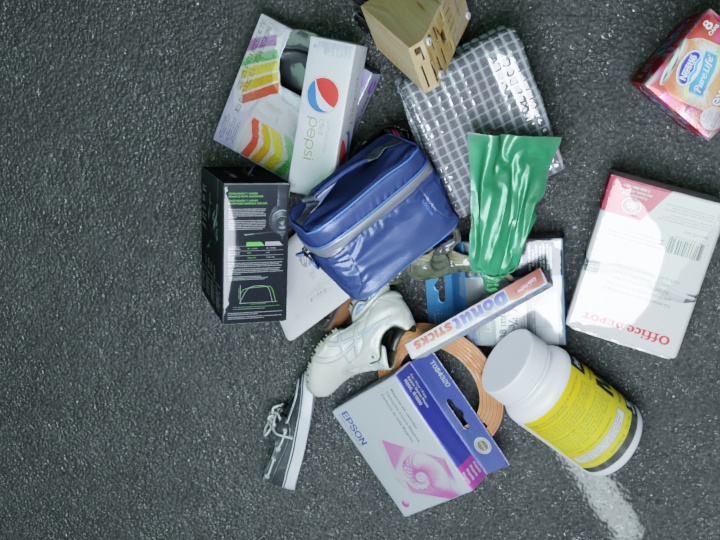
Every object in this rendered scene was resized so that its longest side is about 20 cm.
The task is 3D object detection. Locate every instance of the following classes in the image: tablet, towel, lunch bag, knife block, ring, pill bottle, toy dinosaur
[{"bbox_3d":[-0.066,0.000,1.152,0.199,0.014,0.132,-37,68,36],"label":"tablet"},{"bbox_3d":[0.153,-0.180,1.015,0.164,0.086,0.202,-27,109,2],"label":"towel"},{"bbox_3d":[0.005,-0.071,1.001,0.199,0.136,0.133,-38,114,-7],"label":"lunch bag"},{"bbox_3d":[0.039,-0.302,1.004,0.173,0.202,0.064,1,140,31],"label":"knife block"},{"bbox_3d":[0.113,0.164,1.150,0.198,0.019,0.204,15,120,28],"label":"ring"},{"bbox_3d":[0.261,0.171,1.058,0.199,0.115,0.115,36,111,-17],"label":"pill bottle"},{"bbox_3d":[0.104,-0.024,1.073,0.197,0.047,0.090,-2,110,27],"label":"toy dinosaur"}]

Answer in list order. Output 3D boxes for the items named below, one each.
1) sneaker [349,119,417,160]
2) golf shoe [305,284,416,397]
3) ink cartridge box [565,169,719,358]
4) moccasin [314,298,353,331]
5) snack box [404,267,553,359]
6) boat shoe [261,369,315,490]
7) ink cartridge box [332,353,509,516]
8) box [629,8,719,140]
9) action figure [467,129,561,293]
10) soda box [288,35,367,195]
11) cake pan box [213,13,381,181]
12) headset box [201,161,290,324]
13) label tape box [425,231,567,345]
[{"bbox_3d":[0.071,-0.172,1.085,0.198,0.084,0.078,-28,94,18],"label":"sneaker"},{"bbox_3d":[-0.001,0.117,1.134,0.097,0.078,0.201,48,111,32],"label":"golf shoe"},{"bbox_3d":[0.360,-0.010,1.036,0.142,0.084,0.203,17,105,12],"label":"ink cartridge box"},{"bbox_3d":[0.001,0.001,1.153,0.073,0.077,0.204,38,116,32],"label":"moccasin"},{"bbox_3d":[0.154,0.057,1.043,0.198,0.072,0.025,-31,76,16],"label":"snack box"},{"bbox_3d":[-0.112,0.239,1.236,0.067,0.074,0.202,13,115,-2],"label":"boat shoe"},{"bbox_3d":[0.081,0.241,1.167,0.199,0.043,0.198,-36,90,39],"label":"ink cartridge box"},{"bbox_3d":[0.381,-0.223,0.922,0.095,0.200,0.100,41,110,2],"label":"box"},{"bbox_3d":[0.171,-0.068,0.990,0.116,0.055,0.204,3,109,-6],"label":"action figure"},{"bbox_3d":[-0.044,-0.200,1.070,0.063,0.068,0.203,14,106,11],"label":"soda box"},{"bbox_3d":[-0.090,-0.234,1.138,0.182,0.052,0.202,30,108,6],"label":"cake pan box"},{"bbox_3d":[-0.165,-0.048,1.127,0.091,0.174,0.204,-3,104,-20],"label":"headset box"},{"bbox_3d":[0.180,0.027,1.108,0.196,0.063,0.147,-2,101,16],"label":"label tape box"}]
